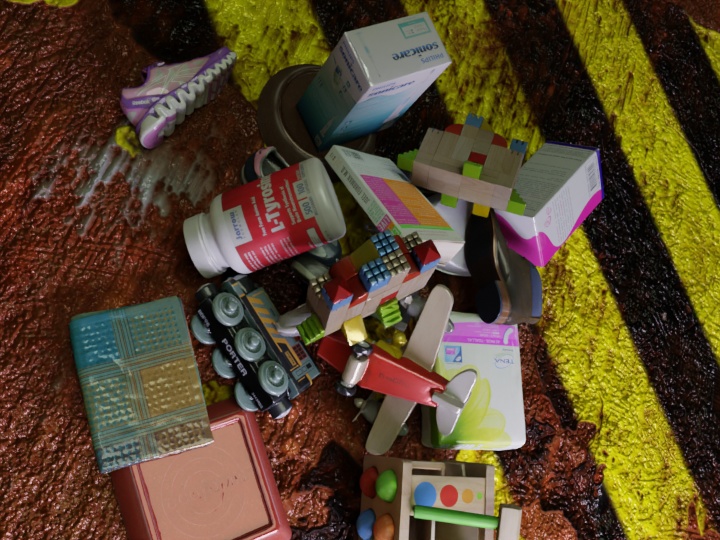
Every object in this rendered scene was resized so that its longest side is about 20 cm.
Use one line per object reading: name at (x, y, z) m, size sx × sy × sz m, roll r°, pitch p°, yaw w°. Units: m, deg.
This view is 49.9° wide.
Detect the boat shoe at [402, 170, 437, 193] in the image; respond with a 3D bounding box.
boat shoe at (0.160, -0.176, 1.256) m, size 0.198 × 0.073 × 0.075 m, roll -13°, pitch 80°, yaw -27°

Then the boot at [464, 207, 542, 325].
boot at (0.221, -0.007, 1.192) m, size 0.096 × 0.075 × 0.202 m, roll 11°, pitch 64°, yaw -30°

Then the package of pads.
package of pads at (0.167, 0.165, 1.158) m, size 0.153 × 0.068 × 0.203 m, roll 6°, pitch 72°, yaw -21°

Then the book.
book at (0.047, -0.099, 1.124) m, size 0.133 × 0.048 × 0.201 m, roll 7°, pitch 41°, yaw -49°

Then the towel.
towel at (-0.275, 0.138, 0.969) m, size 0.145 × 0.022 × 0.202 m, roll -10°, pitch 69°, yaw -25°

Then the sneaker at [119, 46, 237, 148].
sneaker at (-0.260, -0.265, 1.093) m, size 0.088 × 0.081 × 0.200 m, roll 42°, pitch 63°, yaw 2°

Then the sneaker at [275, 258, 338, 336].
sneaker at (-0.029, 0.028, 1.037) m, size 0.198 × 0.075 × 0.083 m, roll -24°, pitch 90°, yaw -22°

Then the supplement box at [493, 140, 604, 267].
supplement box at (0.303, -0.112, 1.266) m, size 0.200 × 0.103 × 0.102 m, roll -44°, pitch 132°, yaw -30°

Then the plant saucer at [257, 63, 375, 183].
plant saucer at (-0.060, -0.235, 1.197) m, size 0.198 × 0.034 × 0.203 m, roll 8°, pitch 70°, yaw -22°

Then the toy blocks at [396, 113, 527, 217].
toy blocks at (0.169, -0.175, 1.177) m, size 0.198 × 0.100 × 0.138 m, roll 17°, pitch 56°, yaw 11°

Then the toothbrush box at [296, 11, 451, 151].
toothbrush box at (0.014, -0.266, 1.108) m, size 0.145 × 0.200 × 0.086 m, roll -24°, pitch 85°, yaw -28°

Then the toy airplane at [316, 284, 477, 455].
toy airplane at (0.062, 0.136, 1.061) m, size 0.198 × 0.141 × 0.201 m, roll -24°, pitch 106°, yaw 6°

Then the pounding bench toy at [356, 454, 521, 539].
pounding bench toy at (0.094, 0.309, 0.999) m, size 0.154 × 0.200 × 0.126 m, roll 9°, pitch 77°, yaw -22°

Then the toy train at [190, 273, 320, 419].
toy train at (-0.139, 0.097, 1.030) m, size 0.201 × 0.085 × 0.114 m, roll 56°, pitch 38°, yaw 4°

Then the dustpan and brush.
dustpan and brush at (0.102, -0.064, 1.214) m, size 0.198 × 0.057 × 0.142 m, roll 5°, pitch 79°, yaw -30°

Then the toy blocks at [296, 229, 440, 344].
toy blocks at (0.016, 0.006, 0.930) m, size 0.198 × 0.137 × 0.101 m, roll -25°, pitch 74°, yaw -17°

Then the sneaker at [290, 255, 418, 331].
sneaker at (0.000, 0.000, 1.114) m, size 0.199 × 0.075 × 0.107 m, roll 27°, pitch 86°, yaw -24°

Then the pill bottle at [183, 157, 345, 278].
pill bottle at (-0.128, -0.064, 1.030) m, size 0.198 × 0.112 × 0.113 m, roll -21°, pitch 82°, yaw 5°

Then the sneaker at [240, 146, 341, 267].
sneaker at (-0.092, -0.089, 1.108) m, size 0.200 × 0.082 × 0.070 m, roll 48°, pitch 59°, yaw -5°

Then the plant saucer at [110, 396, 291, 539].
plant saucer at (-0.198, 0.277, 0.974) m, size 0.198 × 0.037 × 0.202 m, roll -15°, pitch 80°, yaw -28°
